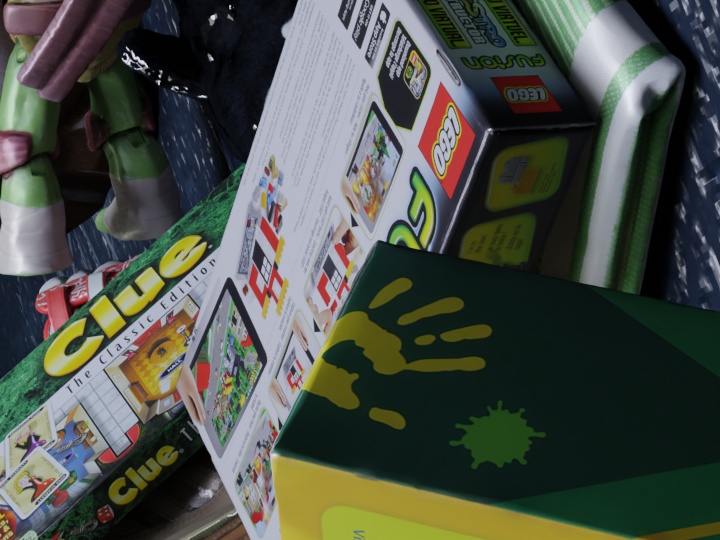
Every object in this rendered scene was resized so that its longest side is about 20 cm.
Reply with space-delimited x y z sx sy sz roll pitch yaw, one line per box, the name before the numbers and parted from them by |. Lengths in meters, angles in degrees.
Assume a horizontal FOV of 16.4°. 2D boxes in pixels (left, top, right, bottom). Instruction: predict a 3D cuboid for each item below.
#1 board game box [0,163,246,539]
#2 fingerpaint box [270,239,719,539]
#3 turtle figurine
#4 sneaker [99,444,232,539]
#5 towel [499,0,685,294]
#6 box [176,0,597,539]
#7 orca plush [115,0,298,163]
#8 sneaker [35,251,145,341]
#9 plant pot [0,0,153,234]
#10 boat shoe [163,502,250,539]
board game box | -0.071 0.029 0.922 0.023 0.200 0.105 49 177 -31
fingerpaint box | 0.074 0.102 0.563 0.074 0.166 0.201 -63 -23 -43
turtle figurine | -0.156 -0.106 1.124 0.144 0.199 0.195 -43 -52 -66
sneaker | -0.047 0.091 0.924 0.070 0.199 0.076 46 -155 -23
towel | 0.036 -0.075 0.749 0.153 0.023 0.201 93 155 -50
box | 0.000 0.000 0.743 0.110 0.035 0.201 60 142 39
orca plush | -0.055 -0.100 0.903 0.105 0.071 0.201 109 147 -61
sneaker | -0.078 0.017 1.075 0.201 0.107 0.068 159 92 -74
plant pot | -0.214 -0.118 1.267 0.199 0.199 0.201 55 159 22
boat shoe | -0.039 0.123 0.849 0.072 0.200 0.068 36 -158 -17
